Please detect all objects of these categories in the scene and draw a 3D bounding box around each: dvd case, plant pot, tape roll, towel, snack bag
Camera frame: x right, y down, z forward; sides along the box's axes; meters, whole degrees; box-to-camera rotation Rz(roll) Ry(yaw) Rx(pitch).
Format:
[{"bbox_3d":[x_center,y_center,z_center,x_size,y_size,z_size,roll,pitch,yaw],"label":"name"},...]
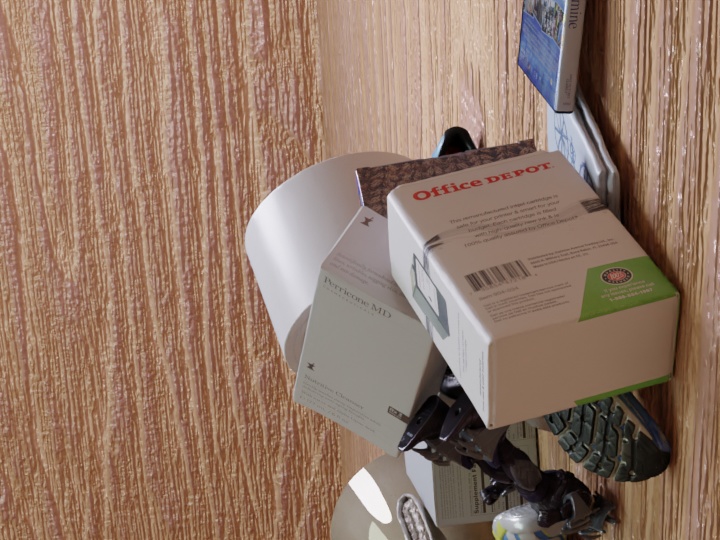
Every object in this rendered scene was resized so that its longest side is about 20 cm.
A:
[{"bbox_3d":[0.154,-0.239,1.362,0.143,0.017,0.201,-108,20,-67],"label":"dvd case"},{"bbox_3d":[0.089,0.332,1.982,0.200,0.187,0.188,-130,32,-54],"label":"plant pot"},{"bbox_3d":[0.000,0.000,1.709,0.203,0.202,0.140,93,159,-54],"label":"tape roll"},{"bbox_3d":[0.092,0.339,1.787,0.133,0.034,0.200,60,-173,-46],"label":"towel"},{"bbox_3d":[0.180,-0.044,1.403,0.189,0.021,0.201,-104,7,-56],"label":"snack bag"}]

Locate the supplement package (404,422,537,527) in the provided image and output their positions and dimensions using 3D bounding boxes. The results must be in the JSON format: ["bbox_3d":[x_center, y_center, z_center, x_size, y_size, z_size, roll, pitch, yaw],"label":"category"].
[{"bbox_3d":[0.109,0.160,1.813,0.200,0.110,0.157,-126,31,-79],"label":"supplement package"}]

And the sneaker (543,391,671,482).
[{"bbox_3d":[0.175,0.077,1.307,0.200,0.089,0.079,52,142,39],"label":"sneaker"}]

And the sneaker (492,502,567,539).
[{"bbox_3d":[0.170,0.265,1.596,0.200,0.075,0.105,73,179,-80],"label":"sneaker"}]

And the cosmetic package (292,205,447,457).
[{"bbox_3d":[0.018,0.053,1.435,0.081,0.113,0.200,-54,-15,-34],"label":"cosmetic package"}]

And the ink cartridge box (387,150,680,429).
[{"bbox_3d":[0.120,0.008,1.263,0.200,0.145,0.084,-121,22,-50],"label":"ink cartridge box"}]

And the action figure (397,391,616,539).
[{"bbox_3d":[0.132,0.172,1.446,0.130,0.200,0.070,-1,56,60],"label":"action figure"}]

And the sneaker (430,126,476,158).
[{"bbox_3d":[0.103,-0.069,1.830,0.090,0.078,0.201,97,166,-51],"label":"sneaker"}]

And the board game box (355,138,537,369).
[{"bbox_3d":[0.087,-0.001,1.535,0.200,0.159,0.097,82,177,-48],"label":"board game box"}]

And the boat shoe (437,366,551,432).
[{"bbox_3d":[0.133,0.093,1.477,0.200,0.074,0.061,10,106,58],"label":"boat shoe"}]
